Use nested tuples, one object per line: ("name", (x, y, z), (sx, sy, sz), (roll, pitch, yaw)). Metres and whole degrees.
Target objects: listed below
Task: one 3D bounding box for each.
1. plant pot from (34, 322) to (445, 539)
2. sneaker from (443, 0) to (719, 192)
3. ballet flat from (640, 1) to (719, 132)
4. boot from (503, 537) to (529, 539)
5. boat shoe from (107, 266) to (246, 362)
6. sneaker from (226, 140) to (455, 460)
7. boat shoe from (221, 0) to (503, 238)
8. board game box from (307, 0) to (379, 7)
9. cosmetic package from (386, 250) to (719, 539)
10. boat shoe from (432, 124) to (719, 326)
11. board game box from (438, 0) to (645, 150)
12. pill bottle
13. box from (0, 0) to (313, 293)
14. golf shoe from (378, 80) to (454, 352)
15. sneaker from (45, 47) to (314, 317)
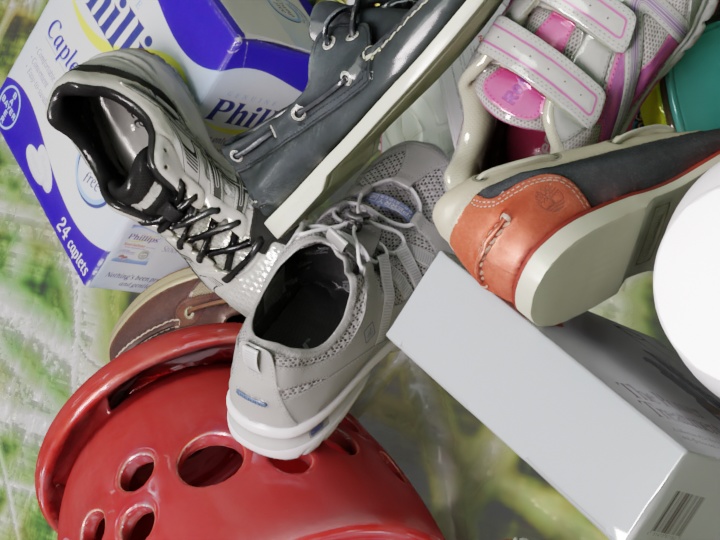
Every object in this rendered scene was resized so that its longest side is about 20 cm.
("plant pot", (-0.074, 0.142, 0.856), (0.201, 0.200, 0.183), (-49, 50, 18))
("sneaker", (0.098, -0.097, 0.724), (0.081, 0.088, 0.201), (31, 120, 27))
("ballet flat", (0.154, -0.123, 0.782), (0.067, 0.067, 0.201), (10, 119, 68))
("boot", (0.015, 0.222, 0.806), (0.144, 0.072, 0.201), (15, 89, 10))
("boat shoe", (-0.080, 0.040, 0.962), (0.199, 0.072, 0.072), (-21, 40, 27))
("sneaker", (0.000, 0.000, 0.795), (0.074, 0.082, 0.200), (19, 54, 16))
("boat shoe", (-0.003, -0.097, 0.756), (0.066, 0.074, 0.199), (46, 134, 2))
("board game box", (0.025, -0.201, 0.984), (0.200, 0.023, 0.105), (-43, 57, 23))
("cosmetic package", (0.125, 0.070, 0.709), (0.151, 0.200, 0.052), (38, 101, 39))
("boat shoe", (0.118, -0.031, 0.694), (0.063, 0.199, 0.071), (38, 131, 32))
("board game box", (0.105, -0.108, 0.849), (0.126, 0.035, 0.201), (-13, 67, 6))
("pill bottle", (0.196, 0.003, 0.660), (0.112, 0.200, 0.113), (1, 93, 34))
("box", (-0.126, -0.116, 1.016), (0.200, 0.105, 0.184), (-54, 51, 25))
("golf shoe", (0.053, -0.049, 0.898), (0.091, 0.075, 0.201), (4, 81, 23))
("sneaker", (-0.100, -0.035, 0.878), (0.200, 0.088, 0.076), (46, 115, 7))
